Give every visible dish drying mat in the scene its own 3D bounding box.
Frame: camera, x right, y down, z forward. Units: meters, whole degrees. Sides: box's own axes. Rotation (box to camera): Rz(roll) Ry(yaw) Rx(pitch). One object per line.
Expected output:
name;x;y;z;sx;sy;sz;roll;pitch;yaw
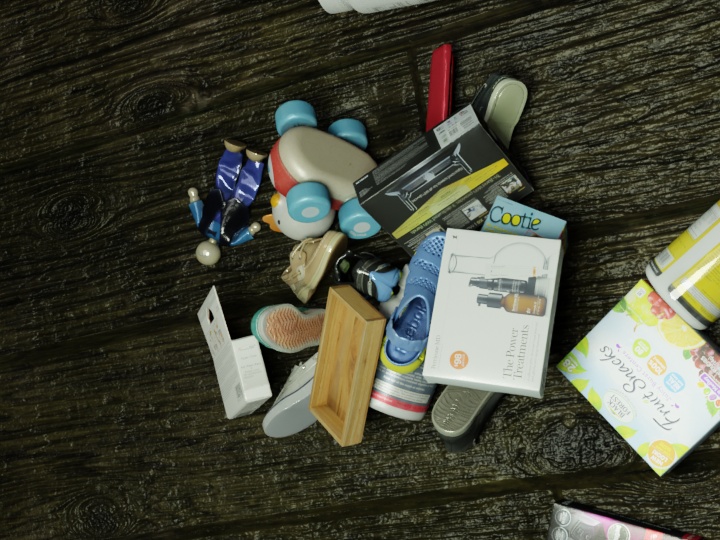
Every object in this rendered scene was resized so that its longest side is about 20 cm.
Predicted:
dish drying mat;0.113;-0.220;1.769;0.018;0.077;0.200;3;89;-16

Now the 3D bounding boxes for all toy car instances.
toy car;-0.086;-0.109;1.807;0.200;0.177;0.185;-42;45;39

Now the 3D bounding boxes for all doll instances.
doll;-0.214;-0.103;1.928;0.136;0.048;0.200;24;104;16

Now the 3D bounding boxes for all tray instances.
tray;-0.020;0.131;1.695;0.099;0.037;0.200;41;130;46

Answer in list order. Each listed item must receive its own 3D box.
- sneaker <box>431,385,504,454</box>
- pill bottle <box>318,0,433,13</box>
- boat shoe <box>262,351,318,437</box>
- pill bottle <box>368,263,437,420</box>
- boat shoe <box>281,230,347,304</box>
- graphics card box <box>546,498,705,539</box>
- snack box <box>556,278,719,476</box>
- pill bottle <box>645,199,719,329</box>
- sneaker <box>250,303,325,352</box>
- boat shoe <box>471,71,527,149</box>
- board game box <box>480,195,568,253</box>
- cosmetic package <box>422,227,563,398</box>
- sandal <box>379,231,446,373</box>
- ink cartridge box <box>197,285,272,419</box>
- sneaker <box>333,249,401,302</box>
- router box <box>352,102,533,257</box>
sneaker;0.172;0.162;1.721;0.075;0.106;0.200;37;74;23
pill bottle;0.038;-0.438;1.787;0.200;0.113;0.114;-5;85;25
boat shoe;-0.077;0.171;1.846;0.200;0.071;0.070;-46;43;21
pill bottle;0.070;0.099;1.740;0.119;0.120;0.200;24;98;25
boat shoe;-0.074;-0.012;1.783;0.064;0.200;0.071;38;61;2
graphics card box;0.344;0.390;1.631;0.200;0.051;0.126;12;93;27
snack box;0.388;0.140;1.612;0.169;0.068;0.200;-47;68;16
pill bottle;0.470;-0.027;1.556;0.200;0.112;0.112;-44;70;18
sneaker;-0.118;0.084;1.787;0.080;0.200;0.072;-1;86;24
boat shoe;0.167;-0.192;1.737;0.066;0.074;0.200;57;135;49
board game box;0.194;0.020;1.655;0.105;0.103;0.200;23;78;17
cosmetic package;0.171;0.053;1.568;0.151;0.052;0.200;6;74;16
sandal;0.085;0.041;1.639;0.079;0.087;0.200;18;82;6
ink cartridge box;-0.189;0.122;1.833;0.045;0.200;0.176;-14;80;-17
sneaker;0.000;0.000;1.754;0.083;0.200;0.071;32;85;-12
router box;0.115;-0.116;1.696;0.200;0.157;0.052;-33;42;15
